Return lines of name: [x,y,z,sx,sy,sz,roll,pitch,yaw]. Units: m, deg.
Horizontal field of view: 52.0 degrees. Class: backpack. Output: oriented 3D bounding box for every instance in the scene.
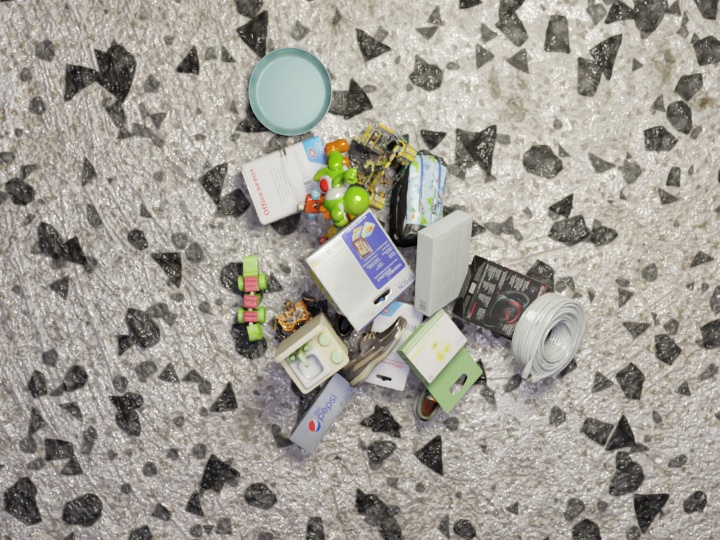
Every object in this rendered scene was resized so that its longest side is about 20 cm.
backpack: [0.130,-0.167,1.706,0.151,0.163,0.204,-7,83,-7]

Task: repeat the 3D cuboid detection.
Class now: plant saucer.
plant saucer: [-0.164,-0.421,1.742,0.196,0.027,0.205,0,93,0]

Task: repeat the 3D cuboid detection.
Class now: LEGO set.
LEGO set: [0.026,-0.247,1.676,0.114,0.155,0.201,22,123,-27]

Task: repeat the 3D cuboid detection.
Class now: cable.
cable: [0.440,0.153,1.722,0.197,0.069,0.204,-1,108,-38]

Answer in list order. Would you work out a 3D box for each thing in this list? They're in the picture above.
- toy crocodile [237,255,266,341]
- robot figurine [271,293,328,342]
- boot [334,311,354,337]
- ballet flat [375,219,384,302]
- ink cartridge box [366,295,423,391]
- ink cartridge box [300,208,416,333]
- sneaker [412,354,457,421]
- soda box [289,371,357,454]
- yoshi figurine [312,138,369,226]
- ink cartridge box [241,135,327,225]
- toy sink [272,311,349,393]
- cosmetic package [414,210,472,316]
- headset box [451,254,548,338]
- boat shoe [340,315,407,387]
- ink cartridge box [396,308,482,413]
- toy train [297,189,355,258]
toy crocodile: [-0.259,0.066,1.759,0.066,0.062,0.204,1,94,0]
robot figurine: [-0.122,0.158,1.768,0.144,0.058,0.201,-36,94,1]
boot: [-0.023,0.050,1.718,0.071,0.144,0.204,7,93,1]
ballet flat: [0.047,-0.027,1.739,0.067,0.068,0.204,-1,81,-29]
ink cartridge box: [0.074,0.172,1.765,0.114,0.067,0.204,14,94,-1]
ink cartridge box: [0.000,0.000,1.655,0.197,0.047,0.201,-39,102,-21]
sneaker: [0.186,0.270,1.767,0.073,0.079,0.203,20,93,0]
soda box: [-0.089,0.336,1.778,0.068,0.063,0.202,34,94,-4]
yoshi figurine: [-0.028,-0.185,1.601,0.111,0.203,0.112,21,137,-34]
ink cartridge box: [-0.161,-0.209,1.728,0.197,0.084,0.148,-20,94,1]
toy sink: [-0.104,0.186,1.642,0.130,0.200,0.113,-37,94,1]
cosmetic package: [0.188,-0.017,1.680,0.051,0.150,0.203,25,128,37]
headset box: [0.336,0.071,1.734,0.197,0.075,0.151,20,94,-20]
boat shoe: [0.027,0.177,1.695,0.073,0.075,0.201,41,92,-2]
ink cartridge box: [0.195,0.212,1.721,0.145,0.048,0.201,-43,99,-21]
toy train: [-0.080,-0.116,1.706,0.147,0.056,0.202,-7,137,-14]
